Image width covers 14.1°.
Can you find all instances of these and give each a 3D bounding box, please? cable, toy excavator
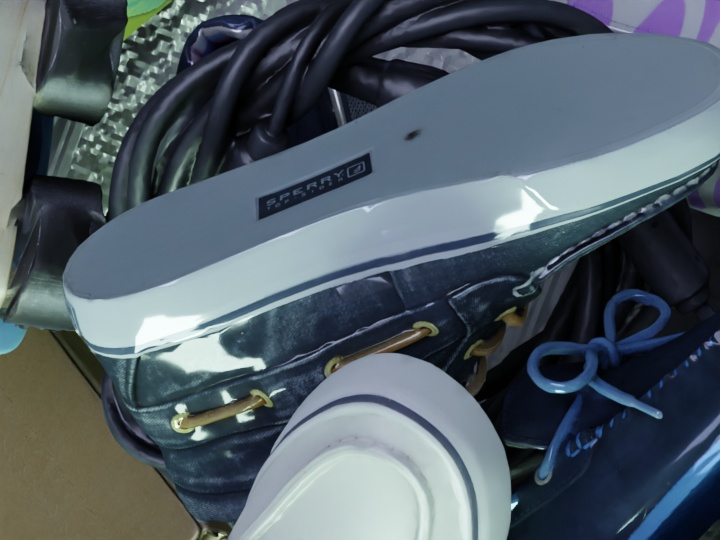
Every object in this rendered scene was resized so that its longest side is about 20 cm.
[{"bbox_3d":[0.000,0.000,0.874,0.199,0.051,0.164,-23,110,19],"label":"cable"},{"bbox_3d":[-0.154,-0.011,0.947,0.200,0.099,0.196,-175,92,-71],"label":"toy excavator"}]

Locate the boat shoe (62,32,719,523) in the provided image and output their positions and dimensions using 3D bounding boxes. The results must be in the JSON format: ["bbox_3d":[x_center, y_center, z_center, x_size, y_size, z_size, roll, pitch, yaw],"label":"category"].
[{"bbox_3d":[0.022,0.003,0.822,0.199,0.091,0.071,-18,31,13],"label":"boat shoe"}]

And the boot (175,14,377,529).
[{"bbox_3d":[-0.032,0.019,0.953,0.072,0.090,0.202,-6,80,26],"label":"boot"}]

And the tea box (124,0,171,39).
[{"bbox_3d":[-0.191,-0.144,1.025,0.196,0.133,0.201,-37,62,16],"label":"tea box"}]

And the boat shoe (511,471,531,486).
[{"bbox_3d":[0.026,0.119,0.913,0.200,0.072,0.072,-44,79,14],"label":"boat shoe"}]

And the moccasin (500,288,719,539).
[{"bbox_3d":[0.063,0.055,0.821,0.200,0.080,0.068,-46,72,19],"label":"moccasin"}]

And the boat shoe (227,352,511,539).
[{"bbox_3d":[-0.023,0.107,0.806,0.072,0.066,0.200,37,131,4],"label":"boat shoe"}]

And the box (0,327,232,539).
[{"bbox_3d":[-0.149,0.087,1.022,0.164,0.021,0.200,-51,54,12],"label":"box"}]

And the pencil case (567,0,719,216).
[{"bbox_3d":[0.150,-0.042,0.872,0.199,0.085,0.085,18,108,30],"label":"pencil case"}]
